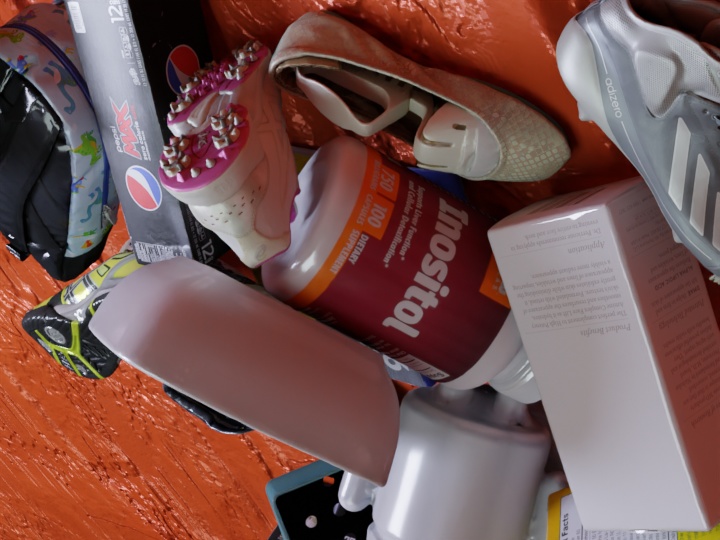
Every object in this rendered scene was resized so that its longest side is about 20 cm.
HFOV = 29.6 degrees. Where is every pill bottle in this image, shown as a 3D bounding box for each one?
[{"bbox_3d":[0.045,0.006,0.885,0.198,0.114,0.113,27,151,-19],"label":"pill bottle"}]

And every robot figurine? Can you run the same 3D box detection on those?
[{"bbox_3d":[0.070,0.161,0.987,0.168,0.203,0.113,17,-173,10],"label":"robot figurine"}]

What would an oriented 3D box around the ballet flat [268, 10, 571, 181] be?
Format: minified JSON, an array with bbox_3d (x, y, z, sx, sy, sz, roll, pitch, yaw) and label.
[{"bbox_3d":[0.032,-0.094,0.844,0.198,0.063,0.068,27,143,15],"label":"ballet flat"}]

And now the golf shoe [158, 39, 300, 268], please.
[{"bbox_3d":[-0.076,-0.075,0.862,0.075,0.201,0.092,-25,118,17],"label":"golf shoe"}]

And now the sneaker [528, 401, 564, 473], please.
[{"bbox_3d":[0.144,0.154,1.026,0.198,0.085,0.073,12,142,35],"label":"sneaker"}]

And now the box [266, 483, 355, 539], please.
[{"bbox_3d":[0.030,0.306,1.316,0.198,0.086,0.165,9,137,35],"label":"box"}]

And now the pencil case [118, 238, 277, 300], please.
[{"bbox_3d":[-0.128,0.033,1.086,0.199,0.077,0.091,26,110,52],"label":"pencil case"}]

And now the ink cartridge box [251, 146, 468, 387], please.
[{"bbox_3d":[0.000,0.000,1.009,0.198,0.047,0.199,15,140,35],"label":"ink cartridge box"}]

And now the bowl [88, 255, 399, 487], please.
[{"bbox_3d":[-0.071,0.053,0.883,0.198,0.075,0.199,27,176,-18],"label":"bowl"}]

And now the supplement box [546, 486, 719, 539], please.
[{"bbox_3d":[0.229,0.182,0.887,0.199,0.109,0.110,-28,114,26],"label":"supplement box"}]

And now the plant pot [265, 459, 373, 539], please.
[{"bbox_3d":[0.001,0.215,1.139,0.200,0.140,0.143,169,80,-79],"label":"plant pot"}]

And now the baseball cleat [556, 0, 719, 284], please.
[{"bbox_3d":[0.190,-0.067,0.723,0.200,0.070,0.106,43,147,-9],"label":"baseball cleat"}]

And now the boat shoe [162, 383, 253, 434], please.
[{"bbox_3d":[-0.070,0.110,1.166,0.198,0.091,0.071,21,144,23],"label":"boat shoe"}]

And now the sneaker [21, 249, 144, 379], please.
[{"bbox_3d":[-0.192,0.029,1.061,0.199,0.077,0.075,-14,127,46],"label":"sneaker"}]

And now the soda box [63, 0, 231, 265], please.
[{"bbox_3d":[-0.136,-0.104,0.941,0.063,0.071,0.202,8,121,35],"label":"soda box"}]

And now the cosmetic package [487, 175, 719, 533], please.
[{"bbox_3d":[0.160,0.051,0.825,0.101,0.074,0.202,-10,101,50],"label":"cosmetic package"}]

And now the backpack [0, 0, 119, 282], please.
[{"bbox_3d":[-0.233,-0.111,1.017,0.163,0.153,0.200,46,162,12],"label":"backpack"}]
